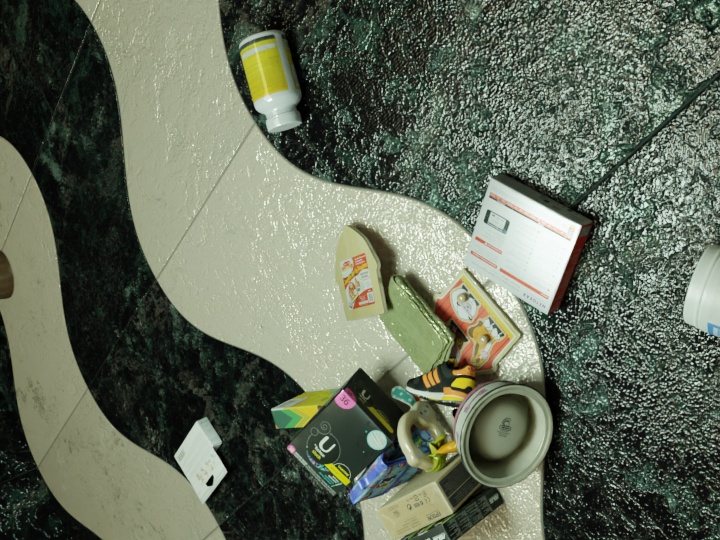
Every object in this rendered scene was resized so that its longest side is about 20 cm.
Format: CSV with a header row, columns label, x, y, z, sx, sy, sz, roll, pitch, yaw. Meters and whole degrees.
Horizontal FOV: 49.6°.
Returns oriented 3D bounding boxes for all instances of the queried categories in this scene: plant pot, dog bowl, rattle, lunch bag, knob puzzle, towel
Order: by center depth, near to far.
label,x,y,z,sx,sy,sz,roll,pitch,yaw
dog bowl,0.262,0.300,1.474,0.074,0.195,0.206,-147,52,-68
knob puzzle,0.207,0.128,1.576,0.216,0.030,0.225,14,111,39
rattle,0.142,0.295,1.603,0.144,0.127,0.203,115,159,-47
towel,0.116,0.118,1.630,0.200,0.036,0.150,48,143,25
lunch bag,0.060,0.415,1.672,0.095,0.198,0.151,51,129,19
knob puzzle,0.000,0.000,1.707,0.219,0.030,0.225,28,123,56
plant pot,-1.436,0.036,2.920,0.184,0.198,0.192,13,111,38

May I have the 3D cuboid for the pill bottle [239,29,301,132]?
label,x,y,z,sx,sy,sz,roll,pitch,yaw
pill bottle,-0.194,-0.418,1.733,0.111,0.111,0.205,-14,92,43

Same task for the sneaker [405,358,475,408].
label,x,y,z,sx,sy,sz,roll,pitch,yaw
sneaker,0.167,0.222,1.577,0.199,0.069,0.092,-2,69,61

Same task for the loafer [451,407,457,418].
label,x,y,z,sx,sy,sz,roll,pitch,yaw
loafer,0.243,0.346,1.576,0.202,0.069,0.075,56,131,15

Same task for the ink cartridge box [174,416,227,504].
label,x,y,z,sx,sy,sz,roll,pitch,yaw
ink cartridge box,-0.456,0.557,2.285,0.175,0.043,0.201,52,129,18

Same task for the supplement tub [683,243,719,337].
label,x,y,z,sx,sy,sz,roll,pitch,yaw
supplement tub,0.593,0.052,1.139,0.197,0.131,0.135,22,116,36

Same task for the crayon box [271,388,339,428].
label,x,y,z,sx,sy,sz,roll,pitch,yaw
crayon box,-0.101,0.324,1.843,0.197,0.126,0.052,-15,93,44

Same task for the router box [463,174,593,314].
label,x,y,z,sx,sy,sz,roll,pitch,yaw
router box,0.301,-0.050,1.429,0.198,0.048,0.183,34,122,31

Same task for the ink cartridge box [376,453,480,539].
label,x,y,z,sx,sy,sz,roll,pitch,yaw
ink cartridge box,0.152,0.464,1.626,0.200,0.163,0.076,-41,78,41

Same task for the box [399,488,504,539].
label,x,y,z,sx,sy,sz,roll,pitch,yaw
box,0.172,0.527,1.603,0.192,0.198,0.048,-38,74,40

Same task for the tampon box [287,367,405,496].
label,x,y,z,sx,sy,sz,roll,pitch,yaw
tampon box,-0.028,0.343,1.660,0.150,0.126,0.200,44,114,2
